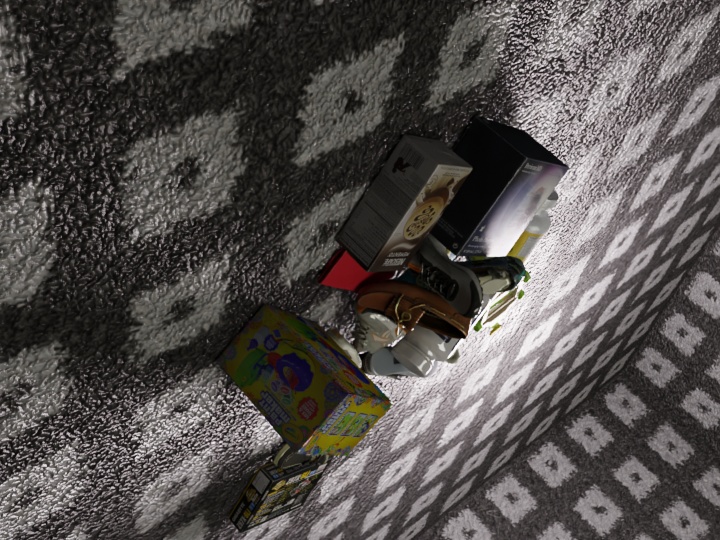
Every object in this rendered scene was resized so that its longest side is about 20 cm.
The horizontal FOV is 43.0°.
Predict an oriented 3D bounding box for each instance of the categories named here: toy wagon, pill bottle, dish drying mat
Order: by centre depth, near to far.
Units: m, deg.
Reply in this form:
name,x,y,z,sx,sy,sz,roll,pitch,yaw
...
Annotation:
name,x,y,z,sx,sy,sz,roll,pitch,yaw
dish drying mat,0.000,0.000,1.508,0.077,0.018,0.200,-51,154,13
pill bottle,0.290,-0.077,1.733,0.112,0.112,0.200,-14,140,-49
pill bottle,0.150,0.103,1.756,0.200,0.111,0.111,-50,157,-14
toy wagon,0.315,0.080,2.103,0.155,0.040,0.200,-34,154,-24

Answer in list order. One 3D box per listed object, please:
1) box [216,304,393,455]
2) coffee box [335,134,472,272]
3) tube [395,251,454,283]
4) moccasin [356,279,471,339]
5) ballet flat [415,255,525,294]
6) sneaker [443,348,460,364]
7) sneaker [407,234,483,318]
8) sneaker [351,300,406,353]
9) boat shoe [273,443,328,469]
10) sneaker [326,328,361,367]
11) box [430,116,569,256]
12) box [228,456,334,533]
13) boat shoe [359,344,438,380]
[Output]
name,x,y,z,sx,sy,sz,roll,pitch,yaw
box,-0.084,0.176,1.424,0.122,0.200,0.193,-49,156,6
coffee box,0.066,-0.098,1.383,0.113,0.080,0.200,-5,133,-56
tube,0.120,-0.001,1.669,0.200,0.050,0.078,-42,161,-19
moccasin,0.089,0.071,1.537,0.074,0.201,0.078,129,-25,-54
ballet flat,0.183,0.019,1.571,0.199,0.075,0.074,-14,165,22
sneaker,0.161,0.143,1.893,0.067,0.090,0.200,-45,155,0
sneaker,0.127,0.007,1.508,0.079,0.200,0.074,-12,139,-37
sneaker,0.019,0.107,1.639,0.092,0.076,0.200,-41,155,1
boat shoe,-0.088,0.364,1.866,0.201,0.066,0.072,-16,143,-48
sneaker,-0.053,0.182,1.631,0.088,0.076,0.200,-36,153,-21
box,0.218,-0.133,1.524,0.200,0.123,0.199,-3,131,-57
box,-0.164,0.453,1.907,0.200,0.049,0.160,-8,134,-53
boat shoe,0.070,0.183,1.814,0.199,0.074,0.068,-5,178,-43
